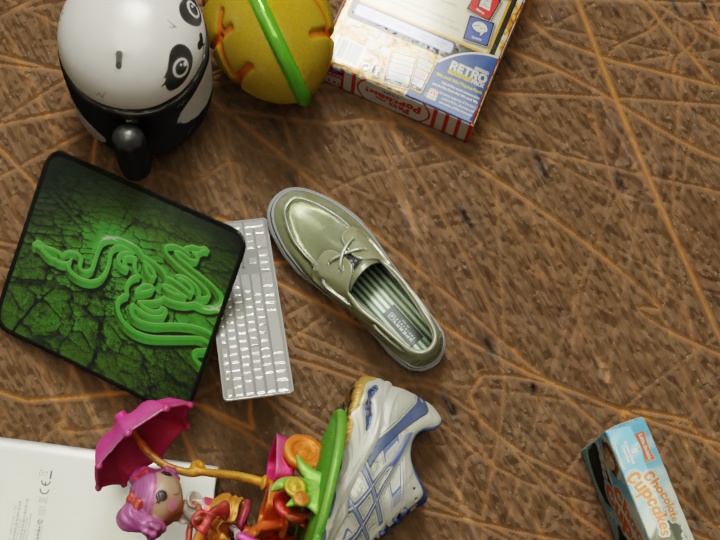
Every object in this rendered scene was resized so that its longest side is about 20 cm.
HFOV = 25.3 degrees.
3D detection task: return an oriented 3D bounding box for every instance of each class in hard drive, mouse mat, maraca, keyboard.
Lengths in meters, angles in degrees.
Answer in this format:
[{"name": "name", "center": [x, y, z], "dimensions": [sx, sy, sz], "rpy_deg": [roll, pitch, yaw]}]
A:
[{"name": "hard drive", "center": [-0.222, 0.213, 1.307], "dimensions": [0.197, 0.027, 0.134], "rpy_deg": [8, 75, 0]}, {"name": "mouse mat", "center": [-0.200, 0.009, 1.316], "dimensions": [0.198, 0.008, 0.163], "rpy_deg": [23, 99, 17]}, {"name": "maraca", "center": [-0.085, -0.224, 1.355], "dimensions": [0.106, 0.138, 0.201], "rpy_deg": [-24, 57, -1]}, {"name": "keyboard", "center": [-0.093, 0.028, 1.317], "dimensions": [0.055, 0.011, 0.201], "rpy_deg": [-10, 46, -2]}]

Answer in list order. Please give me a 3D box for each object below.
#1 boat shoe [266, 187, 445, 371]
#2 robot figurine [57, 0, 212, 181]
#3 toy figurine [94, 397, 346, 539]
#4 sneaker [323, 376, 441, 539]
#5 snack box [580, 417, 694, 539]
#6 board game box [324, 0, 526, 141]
[{"name": "boat shoe", "center": [0.000, 0.000, 1.352], "dimensions": [0.200, 0.062, 0.072], "rpy_deg": [43, 78, 9]}, {"name": "robot figurine", "center": [-0.180, -0.169, 1.315], "dimensions": [0.124, 0.200, 0.151], "rpy_deg": [-34, 79, -11]}, {"name": "toy figurine", "center": [-0.119, 0.176, 1.233], "dimensions": [0.182, 0.151, 0.201], "rpy_deg": [15, 41, -5]}, {"name": "sneaker", "center": [0.010, 0.191, 1.300], "dimensions": [0.087, 0.075, 0.203], "rpy_deg": [18, 80, -7]}, {"name": "snack box", "center": [0.237, 0.224, 1.280], "dimensions": [0.037, 0.116, 0.202], "rpy_deg": [-19, 77, -7]}, {"name": "board game box", "center": [0.066, -0.236, 1.423], "dimensions": [0.150, 0.046, 0.202], "rpy_deg": [23, 76, 3]}]
